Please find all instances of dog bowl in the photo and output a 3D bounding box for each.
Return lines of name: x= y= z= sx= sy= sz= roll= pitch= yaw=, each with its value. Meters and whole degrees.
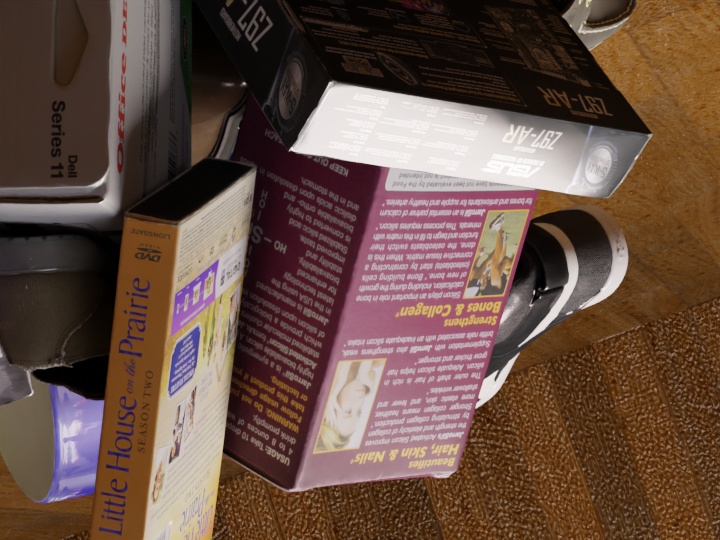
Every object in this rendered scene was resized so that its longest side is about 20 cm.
dog bowl: x=-0.187 y=0.042 z=1.814 sx=0.079 sy=0.201 sz=0.200 roll=-13 pitch=169 yaw=-21

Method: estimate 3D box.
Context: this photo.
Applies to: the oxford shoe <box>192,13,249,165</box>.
oxford shoe: x=-0.102 y=-0.104 z=1.615 sx=0.084 sy=0.073 sz=0.200 roll=4 pitch=163 yaw=-16

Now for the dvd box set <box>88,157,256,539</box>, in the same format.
dvd box set: x=-0.089 y=0.057 z=1.360 sx=0.029 sy=0.201 sz=0.146 roll=10 pitch=-165 yaw=10

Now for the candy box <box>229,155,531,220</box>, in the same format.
candy box: x=-0.014 y=-0.059 z=1.676 sx=0.077 sy=0.169 sz=0.200 roll=-20 pitch=172 yaw=-36

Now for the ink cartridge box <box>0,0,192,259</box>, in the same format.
ink cartridge box: x=-0.135 y=-0.086 z=1.353 sx=0.083 sy=0.147 sz=0.200 roll=-1 pitch=171 yaw=7

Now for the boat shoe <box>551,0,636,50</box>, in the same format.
boat shoe: x=0.098 y=-0.160 z=1.628 sx=0.060 sy=0.072 sz=0.201 roll=-21 pitch=167 yaw=40

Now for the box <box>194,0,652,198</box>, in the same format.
box: x=0.023 y=-0.111 z=1.391 sx=0.200 sy=0.160 sz=0.044 roll=6 pitch=128 yaw=-38

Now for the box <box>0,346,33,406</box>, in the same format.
box: x=-0.269 y=-0.006 z=1.444 sx=0.157 sy=0.200 sz=0.050 roll=-18 pitch=-156 yaw=-3

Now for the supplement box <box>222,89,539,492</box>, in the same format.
supplement box: x=0.000 y=0.000 z=1.470 sx=0.103 sy=0.200 sz=0.131 roll=28 pitch=-161 yaw=38

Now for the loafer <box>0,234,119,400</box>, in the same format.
loafer: x=-0.135 y=0.029 z=1.388 sx=0.075 sy=0.070 sz=0.200 roll=-2 pitch=172 yaw=16

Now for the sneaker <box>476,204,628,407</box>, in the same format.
sneaker: x=0.046 y=0.028 z=1.594 sx=0.112 sy=0.073 sz=0.200 roll=-9 pitch=155 yaw=-46
